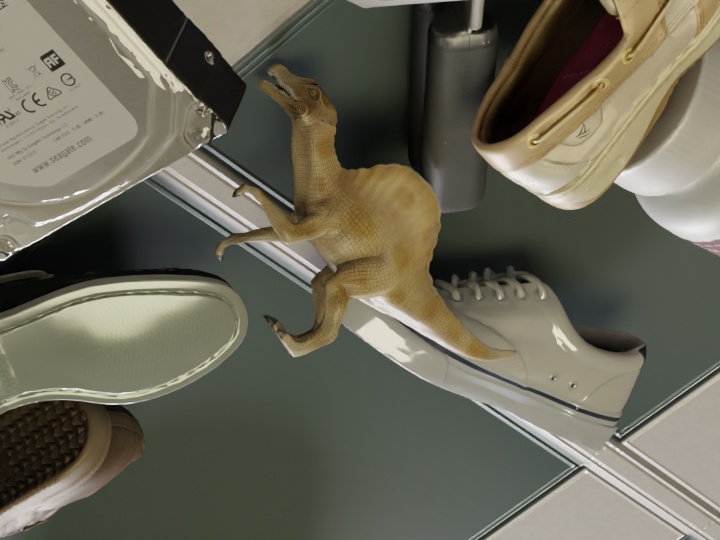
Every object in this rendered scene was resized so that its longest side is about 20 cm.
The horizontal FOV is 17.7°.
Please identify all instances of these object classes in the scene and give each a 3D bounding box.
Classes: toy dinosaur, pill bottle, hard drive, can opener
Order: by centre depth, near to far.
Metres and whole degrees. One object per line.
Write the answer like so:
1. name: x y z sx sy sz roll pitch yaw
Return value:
1. hard drive: -0.159 -0.104 0.906 0.139 0.038 0.200 -26 118 32
2. can opener: 0.060 -0.113 1.057 0.066 0.053 0.201 -8 137 -9
3. toy dinosaur: 0.000 0.000 1.093 0.101 0.058 0.200 -37 114 -3
4. pill bottle: 0.200 -0.055 1.120 0.199 0.110 0.110 23 124 -35

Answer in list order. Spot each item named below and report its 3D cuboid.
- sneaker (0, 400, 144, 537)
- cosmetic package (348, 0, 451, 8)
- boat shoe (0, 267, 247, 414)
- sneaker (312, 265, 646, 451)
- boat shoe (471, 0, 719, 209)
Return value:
1. sneaker: -0.200 0.123 1.199 0.199 0.071 0.075 -23 159 19
2. cosmetic package: -0.038 -0.172 0.919 0.199 0.101 0.074 22 80 -32
3. boat shoe: -0.155 0.030 1.125 0.199 0.060 0.076 -10 123 -5
4. sneaker: 0.065 0.028 1.202 0.199 0.073 0.071 24 97 -34
5. boat shoe: 0.117 -0.122 1.023 0.069 0.074 0.201 20 103 -39
